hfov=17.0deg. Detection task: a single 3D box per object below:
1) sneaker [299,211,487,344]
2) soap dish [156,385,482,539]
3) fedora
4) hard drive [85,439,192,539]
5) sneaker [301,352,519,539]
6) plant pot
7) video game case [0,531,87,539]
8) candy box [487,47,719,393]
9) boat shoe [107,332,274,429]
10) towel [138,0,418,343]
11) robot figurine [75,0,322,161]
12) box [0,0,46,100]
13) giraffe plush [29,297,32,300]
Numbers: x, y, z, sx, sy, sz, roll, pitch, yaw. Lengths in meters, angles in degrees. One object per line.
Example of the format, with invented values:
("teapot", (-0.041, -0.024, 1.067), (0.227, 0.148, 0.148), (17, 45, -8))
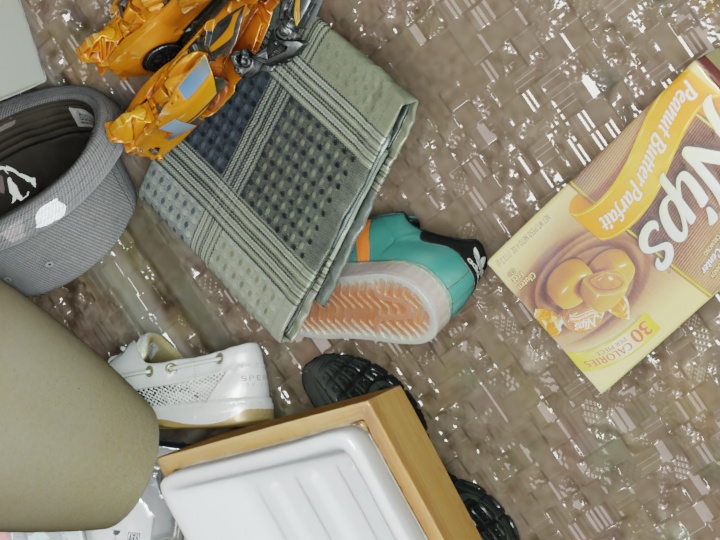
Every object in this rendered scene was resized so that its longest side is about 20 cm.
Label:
("sneaker", (0.000, 0.000, 1.618), (0.199, 0.080, 0.072), (11, 128, 42))
("soap dish", (-0.022, 0.163, 1.589), (0.199, 0.081, 0.158), (-18, 107, 40))
("fedora", (-0.235, -0.043, 1.676), (0.199, 0.177, 0.091), (-20, 125, 17))
("hard drive", (-0.195, 0.217, 1.729), (0.139, 0.038, 0.202), (8, 93, -3))
("sneaker", (0.018, 0.148, 1.645), (0.091, 0.076, 0.200), (-40, 84, 34))
("plant pot", (-0.240, 0.099, 1.594), (0.199, 0.188, 0.187), (25, 124, -33))
("video game case", (-0.290, 0.153, 1.670), (0.181, 0.023, 0.202), (-13, 94, -16))
("candy box", (0.189, -0.030, 1.522), (0.116, 0.055, 0.200), (48, 117, 6))
("boat shoe", (-0.147, 0.079, 1.707), (0.199, 0.071, 0.070), (-4, 86, 30))
("towel", (-0.054, -0.077, 1.590), (0.200, 0.034, 0.193), (45, 114, 40))
("robot figurine", (-0.103, -0.172, 1.588), (0.200, 0.058, 0.146), (-44, 55, 31))
("box", (-0.346, -0.146, 1.697), (0.199, 0.128, 0.110), (-15, 99, 28))
("giraffe plush", (-0.346, 0.068, 1.736), (0.199, 0.162, 0.174), (-3, 104, 25))
